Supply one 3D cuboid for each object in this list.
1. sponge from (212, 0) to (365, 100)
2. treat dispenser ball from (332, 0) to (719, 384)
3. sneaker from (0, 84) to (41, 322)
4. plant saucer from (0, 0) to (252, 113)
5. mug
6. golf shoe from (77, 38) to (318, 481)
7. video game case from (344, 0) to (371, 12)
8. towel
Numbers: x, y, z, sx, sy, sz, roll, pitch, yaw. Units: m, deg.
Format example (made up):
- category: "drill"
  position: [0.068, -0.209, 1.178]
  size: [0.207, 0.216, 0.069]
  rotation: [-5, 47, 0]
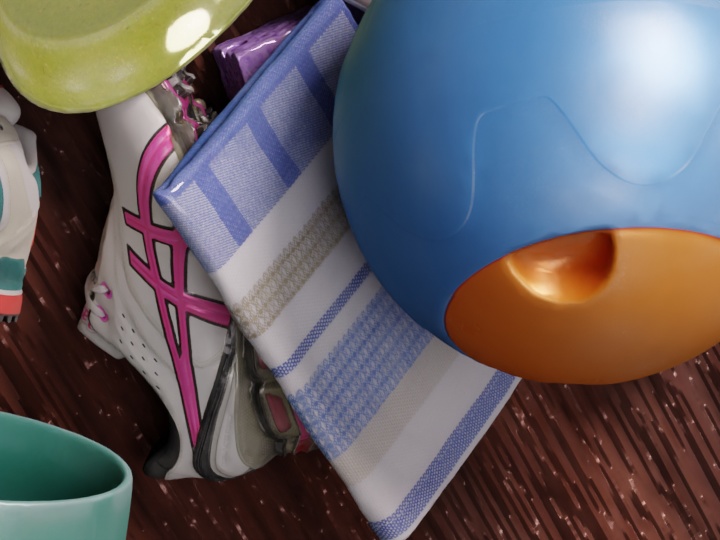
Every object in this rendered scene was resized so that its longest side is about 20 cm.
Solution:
- category: "sponge"
  position: [0.042, -0.088, 1.299]
  size: [0.199, 0.030, 0.112]
  rotation: [-27, 110, -18]
- category: "treat dispenser ball"
  position: [0.088, -0.054, 1.174]
  size: [0.200, 0.201, 0.202]
  rotation: [-4, 102, -22]
- category: "sneaker"
  position: [-0.179, -0.037, 1.147]
  size: [0.070, 0.200, 0.094]
  rotation: [13, 87, 17]
- category: "plant saucer"
  position: [-0.079, -0.153, 1.128]
  size: [0.200, 0.031, 0.200]
  rotation: [-42, 154, -26]
- category: "mug"
  position: [-0.186, 0.122, 1.190]
  size: [0.152, 0.185, 0.115]
  rotation: [-2, 104, -47]
- category: "golf shoe"
  position: [-0.084, -0.002, 1.237]
  size: [0.092, 0.073, 0.201]
  rotation: [-18, 101, 5]
- category: "video game case"
  position: [0.017, -0.211, 1.205]
  size: [0.181, 0.023, 0.200]
  rotation: [27, 108, -21]
- category: "towel"
  position: [0.000, 0.000, 1.238]
  size: [0.200, 0.024, 0.147]
  rotation: [57, 50, -25]
